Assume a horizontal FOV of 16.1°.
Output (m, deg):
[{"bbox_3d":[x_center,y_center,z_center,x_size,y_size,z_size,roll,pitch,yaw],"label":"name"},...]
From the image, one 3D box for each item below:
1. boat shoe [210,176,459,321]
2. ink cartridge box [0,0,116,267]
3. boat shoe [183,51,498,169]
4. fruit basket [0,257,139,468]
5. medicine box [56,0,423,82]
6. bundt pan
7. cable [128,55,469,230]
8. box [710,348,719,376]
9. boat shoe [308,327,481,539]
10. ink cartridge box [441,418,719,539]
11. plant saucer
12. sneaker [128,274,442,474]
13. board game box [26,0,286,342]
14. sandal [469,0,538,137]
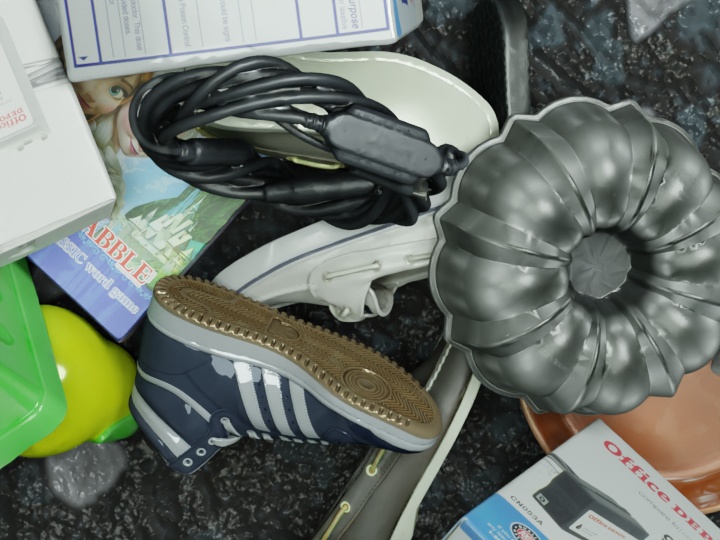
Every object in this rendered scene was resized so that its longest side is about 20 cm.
[{"bbox_3d":[0.000,0.000,1.601,0.199,0.072,0.066,-20,80,13],"label":"boat shoe"},{"bbox_3d":[-0.220,-0.112,1.524,0.082,0.147,0.201,-23,90,-7],"label":"ink cartridge box"},{"bbox_3d":[-0.015,-0.098,1.572,0.200,0.060,0.073,10,79,-12],"label":"boat shoe"},{"bbox_3d":[-0.240,0.066,1.607,0.155,0.216,0.216,-33,93,8],"label":"fruit basket"},{"bbox_3d":[-0.077,-0.213,1.459,0.199,0.103,0.183,-6,99,9],"label":"medicine box"},{"bbox_3d":[0.145,-0.002,1.536,0.201,0.076,0.203,-2,101,-12],"label":"bundt pan"},{"bbox_3d":[-0.046,-0.074,1.487,0.199,0.163,0.051,15,74,-23],"label":"cable"},{"bbox_3d":[0.329,0.005,1.543,0.152,0.106,0.201,25,90,-5],"label":"box"},{"bbox_3d":[0.027,0.107,1.622,0.060,0.072,0.202,23,101,-2],"label":"boat shoe"},{"bbox_3d":[0.134,0.190,1.517,0.145,0.200,0.084,43,120,13],"label":"ink cartridge box"},{"bbox_3d":[0.198,0.056,1.621,0.199,0.032,0.202,1,97,5],"label":"plant saucer"},{"bbox_3d":[-0.053,0.090,1.591,0.199,0.070,0.109,25,116,7],"label":"sneaker"},{"bbox_3d":[-0.158,-0.094,1.619,0.200,0.041,0.200,42,90,-1],"label":"board game box"},{"bbox_3d":[0.104,-0.072,1.598,0.048,0.075,0.202,-4,96,-20],"label":"sandal"}]
